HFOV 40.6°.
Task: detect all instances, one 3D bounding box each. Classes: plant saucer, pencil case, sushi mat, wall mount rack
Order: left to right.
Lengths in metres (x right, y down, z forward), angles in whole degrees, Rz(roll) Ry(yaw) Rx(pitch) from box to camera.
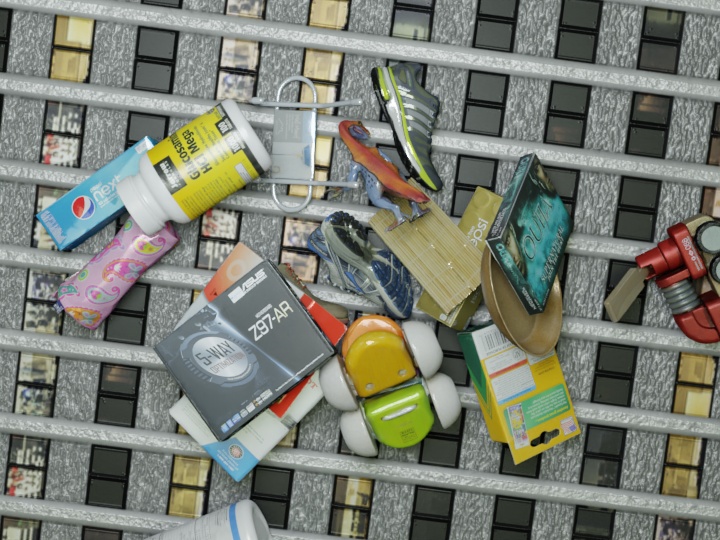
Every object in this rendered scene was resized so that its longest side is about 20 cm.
[{"bbox_3d":[-0.355,-0.007,1.418,0.200,0.087,0.087,-45,93,3],"label":"pencil case"},{"bbox_3d":[-0.077,-0.183,1.406,0.172,0.075,0.202,3,94,12],"label":"wall mount rack"},{"bbox_3d":[0.100,-0.037,1.408,0.096,0.012,0.200,-42,63,5],"label":"sushi mat"},{"bbox_3d":[0.219,0.024,1.359,0.035,0.200,0.202,-15,94,36],"label":"plant saucer"}]

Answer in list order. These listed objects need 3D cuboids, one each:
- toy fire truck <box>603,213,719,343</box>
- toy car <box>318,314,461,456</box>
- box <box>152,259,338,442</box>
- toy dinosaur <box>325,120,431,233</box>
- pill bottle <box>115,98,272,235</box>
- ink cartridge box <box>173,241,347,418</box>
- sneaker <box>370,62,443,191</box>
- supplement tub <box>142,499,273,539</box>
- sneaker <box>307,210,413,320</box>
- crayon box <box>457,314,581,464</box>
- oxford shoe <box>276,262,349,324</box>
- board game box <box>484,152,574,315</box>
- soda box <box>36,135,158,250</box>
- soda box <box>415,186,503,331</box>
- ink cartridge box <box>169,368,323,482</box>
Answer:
[{"bbox_3d":[0.460,0.035,1.419,0.199,0.129,0.177,-26,94,13],"label":"toy fire truck"},{"bbox_3d":[0.038,0.154,1.394,0.174,0.150,0.201,-22,116,1],"label":"toy car"},{"bbox_3d":[-0.155,0.108,1.322,0.199,0.044,0.161,-37,82,2],"label":"box"},{"bbox_3d":[0.032,-0.151,1.385,0.105,0.200,0.182,-25,84,-31],"label":"toy dinosaur"},{"bbox_3d":[-0.229,-0.137,1.336,0.199,0.112,0.113,-34,93,-1],"label":"pill bottle"},{"bbox_3d":[-0.143,0.082,1.357,0.200,0.050,0.163,37,89,25],"label":"ink cartridge box"},{"bbox_3d":[0.085,-0.213,1.419,0.080,0.074,0.202,-21,95,-2],"label":"sneaker"},{"bbox_3d":[-0.229,0.429,1.420,0.199,0.132,0.133,-23,93,1],"label":"supplement tub"},{"bbox_3d":[0.000,0.000,1.432,0.085,0.077,0.200,-26,114,38],"label":"sneaker"},{"bbox_3d":[0.233,0.165,1.428,0.125,0.052,0.202,-19,93,-23],"label":"crayon box"},{"bbox_3d":[-0.106,0.028,1.429,0.198,0.070,0.075,18,91,-1],"label":"oxford shoe"},{"bbox_3d":[0.239,-0.054,1.360,0.028,0.201,0.136,-15,122,36],"label":"board game box"},{"bbox_3d":[-0.367,-0.111,1.420,0.199,0.068,0.064,-34,92,1],"label":"soda box"},{"bbox_3d":[0.162,-0.016,1.421,0.067,0.064,0.201,29,92,28],"label":"soda box"},{"bbox_3d":[-0.156,0.182,1.429,0.200,0.084,0.145,-45,90,2],"label":"ink cartridge box"}]
